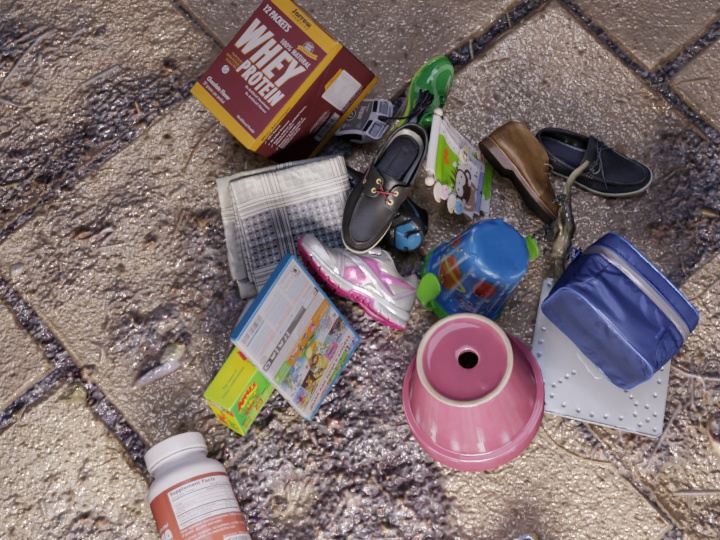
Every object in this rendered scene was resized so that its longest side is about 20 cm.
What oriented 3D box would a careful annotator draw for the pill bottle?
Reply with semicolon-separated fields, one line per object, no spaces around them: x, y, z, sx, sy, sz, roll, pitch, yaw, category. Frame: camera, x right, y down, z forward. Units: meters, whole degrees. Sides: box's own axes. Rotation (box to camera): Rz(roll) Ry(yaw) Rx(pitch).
-0.215;0.322;1.509;0.111;0.113;0.202;-21;67;-9;pill bottle

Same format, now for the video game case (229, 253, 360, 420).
-0.085;0.094;1.573;0.018;0.201;0.144;12;61;42;video game case

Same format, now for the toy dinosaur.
0.288;-0.068;1.644;0.047;0.088;0.204;9;87;32;toy dinosaur

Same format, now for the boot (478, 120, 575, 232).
0.267;-0.136;1.710;0.075;0.074;0.201;-38;88;-7;boot

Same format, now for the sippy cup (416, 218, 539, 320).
0.170;-0.004;1.620;0.139;0.130;0.179;33;56;-6;sippy cup

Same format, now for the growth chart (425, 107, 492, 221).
0.148;-0.146;1.688;0.018;0.199;0.147;-9;67;31;growth chart

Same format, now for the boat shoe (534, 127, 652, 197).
0.351;-0.168;1.750;0.197;0.062;0.075;20;66;7;boat shoe

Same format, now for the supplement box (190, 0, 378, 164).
-0.107;-0.274;1.689;0.133;0.200;0.198;44;98;17;supplement box

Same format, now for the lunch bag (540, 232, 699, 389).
0.355;0.045;1.576;0.200;0.136;0.132;46;71;2;lunch bag

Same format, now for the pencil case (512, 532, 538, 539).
0.237;0.439;1.468;0.082;0.091;0.202;-6;60;-47;pencil case

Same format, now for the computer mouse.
0.022;-0.229;1.753;0.198;0.044;0.111;13;76;44;computer mouse

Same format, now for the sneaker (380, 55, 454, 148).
0.104;-0.236;1.763;0.083;0.074;0.202;10;70;45;sneaker

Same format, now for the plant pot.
0.146;0.149;1.533;0.196;0.180;0.203;-4;65;9;plant pot

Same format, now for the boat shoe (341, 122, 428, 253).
0.032;-0.120;1.616;0.073;0.063;0.203;30;75;-2;boat shoe

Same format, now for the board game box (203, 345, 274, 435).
-0.136;0.120;1.601;0.047;0.102;0.201;25;68;19;board game box

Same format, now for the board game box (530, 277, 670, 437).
0.342;0.125;1.640;0.197;0.026;0.203;12;66;6;board game box

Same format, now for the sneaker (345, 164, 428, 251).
0.013;-0.103;1.707;0.199;0.074;0.082;35;32;0;sneaker

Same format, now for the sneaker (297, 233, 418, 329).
0.000;0.000;1.645;0.199;0.081;0.089;34;78;-12;sneaker

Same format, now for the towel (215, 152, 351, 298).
-0.101;-0.059;1.658;0.197;0.035;0.196;-12;110;-4;towel
